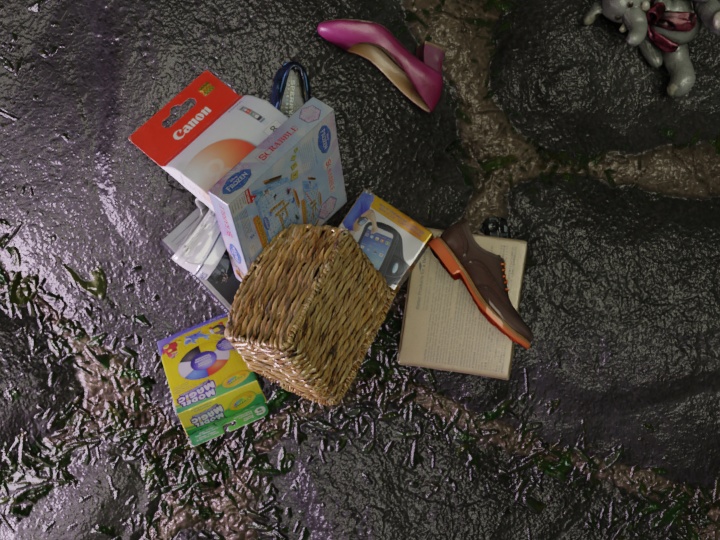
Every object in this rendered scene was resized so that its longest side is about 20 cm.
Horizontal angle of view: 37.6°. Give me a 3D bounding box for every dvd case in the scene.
[{"bbox_3d":[-0.163,-0.017,1.503,0.200,0.025,0.150,47,67,-6],"label":"dvd case"}]

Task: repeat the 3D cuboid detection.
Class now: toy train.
[{"bbox_3d":[0.210,0.020,1.581,0.045,0.034,0.202,-4,92,-21],"label":"toy train"}]

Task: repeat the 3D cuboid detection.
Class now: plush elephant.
[{"bbox_3d":[0.423,-0.376,1.542,0.154,0.165,0.201,-4,64,-22],"label":"plush elephant"}]

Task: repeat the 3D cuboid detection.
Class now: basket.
[{"bbox_3d":[-0.073,0.057,1.404,0.149,0.142,0.201,52,55,-41],"label":"basket"}]

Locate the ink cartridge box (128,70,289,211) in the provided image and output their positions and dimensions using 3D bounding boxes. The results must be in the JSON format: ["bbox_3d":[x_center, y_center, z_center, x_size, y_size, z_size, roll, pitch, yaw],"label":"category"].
[{"bbox_3d":[-0.198,-0.186,1.445,0.200,0.050,0.162,39,71,16],"label":"ink cartridge box"}]

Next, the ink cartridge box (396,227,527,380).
[{"bbox_3d":[0.149,0.046,1.530,0.163,0.075,0.202,8,91,10],"label":"ink cartridge box"}]

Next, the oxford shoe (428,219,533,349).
[{"bbox_3d":[0.181,0.018,1.454,0.072,0.071,0.200,-39,85,0],"label":"oxford shoe"}]

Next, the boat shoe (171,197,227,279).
[{"bbox_3d":[-0.194,-0.089,1.452,0.065,0.073,0.201,29,68,-16],"label":"boat shoe"}]

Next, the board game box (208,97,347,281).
[{"bbox_3d":[-0.105,-0.100,1.427,0.041,0.201,0.199,35,65,24],"label":"board game box"}]

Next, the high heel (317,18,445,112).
[{"bbox_3d":[0.029,-0.297,1.521,0.199,0.067,0.097,12,79,-12],"label":"high heel"}]

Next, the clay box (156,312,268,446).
[{"bbox_3d":[-0.202,0.145,1.438,0.114,0.200,0.048,-23,124,-7],"label":"clay box"}]

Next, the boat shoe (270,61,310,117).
[{"bbox_3d":[-0.105,-0.197,1.505,0.083,0.069,0.202,-7,93,-9],"label":"boat shoe"}]

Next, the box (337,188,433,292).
[{"bbox_3d":[0.000,0.000,1.486,0.119,0.041,0.201,33,84,10],"label":"box"}]
